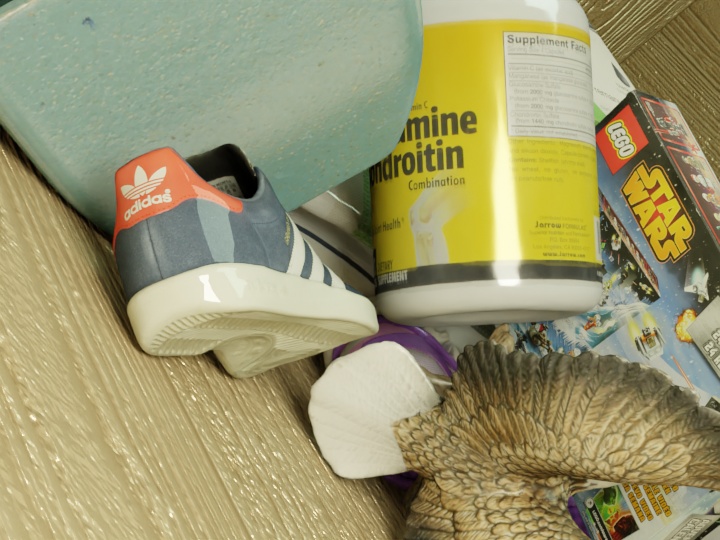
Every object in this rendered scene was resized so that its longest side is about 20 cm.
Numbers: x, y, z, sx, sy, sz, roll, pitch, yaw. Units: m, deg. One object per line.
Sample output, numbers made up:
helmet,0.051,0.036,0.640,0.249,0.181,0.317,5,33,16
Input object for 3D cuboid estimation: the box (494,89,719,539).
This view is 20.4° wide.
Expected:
box,0.140,0.030,0.992,0.040,0.137,0.201,12,45,-42

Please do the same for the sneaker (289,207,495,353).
sneaker,0.000,0.000,1.114,0.200,0.071,0.073,37,30,-11

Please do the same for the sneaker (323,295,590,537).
sneaker,0.054,0.104,1.048,0.200,0.080,0.088,45,13,-4

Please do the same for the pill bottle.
pill bottle,0.058,-0.076,0.978,0.112,0.111,0.201,25,62,-76

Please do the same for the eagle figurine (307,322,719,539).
eagle figurine,0.083,0.097,0.902,0.152,0.151,0.200,59,-6,-26

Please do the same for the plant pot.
plant pot,-0.082,-0.124,0.904,0.196,0.196,0.200,57,-5,46

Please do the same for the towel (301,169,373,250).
towel,0.026,-0.041,1.105,0.200,0.031,0.150,32,32,-22

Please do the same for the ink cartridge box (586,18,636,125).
ink cartridge box,0.073,-0.122,1.149,0.145,0.084,0.200,19,34,-46

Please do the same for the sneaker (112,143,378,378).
sneaker,-0.048,-0.007,0.857,0.200,0.075,0.085,32,39,-73

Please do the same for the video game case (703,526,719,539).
video game case,0.158,0.129,1.347,0.200,0.024,0.182,53,-35,17
